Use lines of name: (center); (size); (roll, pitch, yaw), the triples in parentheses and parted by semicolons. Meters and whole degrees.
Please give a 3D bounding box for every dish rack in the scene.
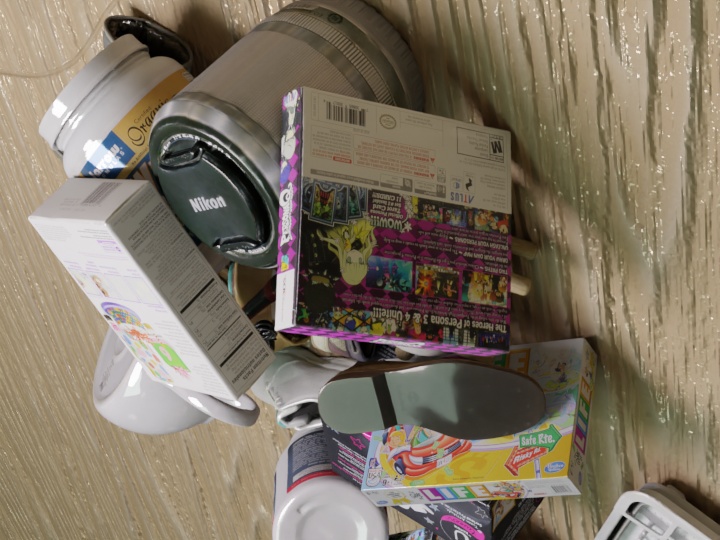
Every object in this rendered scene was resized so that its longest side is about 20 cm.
dish rack: (0.302, 0.279, 1.469); (0.171, 0.044, 0.201); (36, 147, 13)

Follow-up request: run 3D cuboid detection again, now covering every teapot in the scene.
teapot: (-0.175, 0.088, 1.613); (0.145, 0.201, 0.197); (24, 145, -20)

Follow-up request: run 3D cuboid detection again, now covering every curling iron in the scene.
curling iron: (-0.066, 0.017, 1.454); (0.049, 0.026, 0.200); (22, 136, -19)

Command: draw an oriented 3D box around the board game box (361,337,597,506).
board game box: (0.104, 0.134, 1.384); (0.198, 0.135, 0.034); (-9, 143, 29)

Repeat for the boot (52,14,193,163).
boot: (-0.238, -0.166, 1.552); (0.180, 0.073, 0.201); (19, 149, 14)

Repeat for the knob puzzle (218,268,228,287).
knob puzzle: (-0.181, -0.002, 1.710); (0.219, 0.030, 0.220); (35, 157, 17)

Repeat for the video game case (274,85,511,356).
video game case: (0.029, -0.034, 1.209); (0.036, 0.198, 0.183); (-16, 70, 56)

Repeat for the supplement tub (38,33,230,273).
supplement tub: (-0.173, -0.097, 1.408); (0.200, 0.145, 0.145); (43, 149, -1)

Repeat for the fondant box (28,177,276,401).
fondant box: (-0.179, 0.015, 1.353); (0.144, 0.058, 0.201); (7, 136, 52)

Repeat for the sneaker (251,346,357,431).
sneaker: (-0.069, 0.135, 1.688); (0.199, 0.089, 0.076); (-2, 128, 50)

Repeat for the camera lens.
camera lens: (-0.061, -0.113, 1.283); (0.159, 0.200, 0.161); (29, 146, 22)

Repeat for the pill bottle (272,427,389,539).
pill bottle: (-0.033, 0.233, 1.657); (0.120, 0.119, 0.200); (54, -171, -16)

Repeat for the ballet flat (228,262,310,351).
ballet flat: (-0.085, 0.031, 1.576); (0.062, 0.069, 0.200); (-1, 164, 6)

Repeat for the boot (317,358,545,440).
boot: (0.067, 0.100, 1.366); (0.198, 0.075, 0.074); (0, 109, 20)

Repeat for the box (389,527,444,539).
box: (0.119, 0.315, 1.636); (0.199, 0.038, 0.136); (21, 157, -24)

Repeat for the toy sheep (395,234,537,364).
toy sheep: (0.070, 0.012, 1.349); (0.137, 0.138, 0.201); (35, 130, 15)

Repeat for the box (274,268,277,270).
box: (-0.075, -0.077, 1.498); (0.118, 0.041, 0.201); (22, 139, 33)

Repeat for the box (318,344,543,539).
box: (0.079, 0.163, 1.508); (0.199, 0.132, 0.115); (28, 148, 26)

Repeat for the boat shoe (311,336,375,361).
boat shoe: (0.000, 0.000, 1.458); (0.064, 0.072, 0.201); (22, 127, 16)
